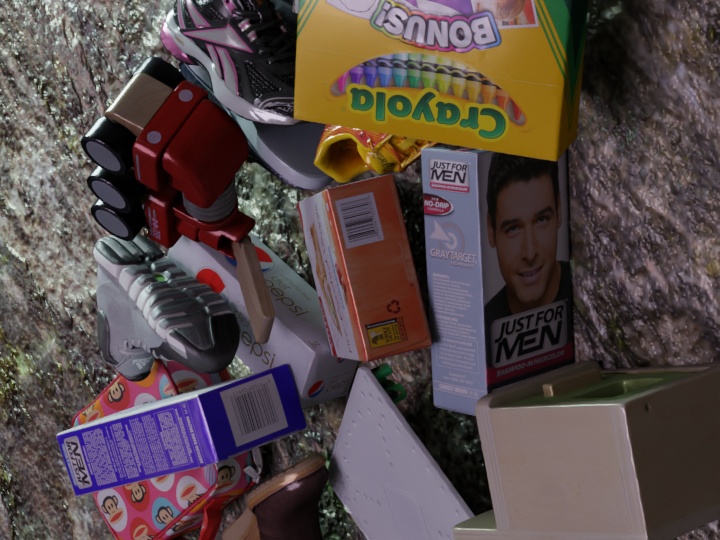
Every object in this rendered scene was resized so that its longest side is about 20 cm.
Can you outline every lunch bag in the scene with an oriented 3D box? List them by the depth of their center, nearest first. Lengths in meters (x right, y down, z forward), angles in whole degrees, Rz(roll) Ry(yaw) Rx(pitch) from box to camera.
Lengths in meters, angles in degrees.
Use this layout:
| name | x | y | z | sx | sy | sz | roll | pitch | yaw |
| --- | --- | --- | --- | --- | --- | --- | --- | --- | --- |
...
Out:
| name | x | y | z | sx | sy | sz | roll | pitch | yaw |
| --- | --- | --- | --- | --- | --- | --- | --- | --- | --- |
| lunch bag | -0.178 | 0.176 | 1.943 | 0.200 | 0.082 | 0.176 | -39 | 72 | 45 |

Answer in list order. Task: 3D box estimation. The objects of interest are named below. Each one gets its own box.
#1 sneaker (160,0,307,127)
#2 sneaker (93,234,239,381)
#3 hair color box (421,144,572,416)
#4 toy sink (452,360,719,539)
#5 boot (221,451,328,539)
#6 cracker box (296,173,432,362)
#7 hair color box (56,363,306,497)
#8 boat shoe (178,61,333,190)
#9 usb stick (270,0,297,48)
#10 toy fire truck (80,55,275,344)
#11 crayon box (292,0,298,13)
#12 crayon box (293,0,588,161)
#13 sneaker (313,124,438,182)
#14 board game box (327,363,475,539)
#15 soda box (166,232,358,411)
| name | x | y | z | sx | sy | sz | roll | pitch | yaw |
| --- | --- | --- | --- | --- | --- | --- | --- | --- | --- |
| sneaker | -0.092 | -0.189 | 1.698 | 0.200 | 0.080 | 0.086 | 36 | 127 | 32 |
| sneaker | -0.173 | 0.061 | 1.823 | 0.200 | 0.075 | 0.116 | 44 | 132 | 43 |
| hair color box | 0.105 | 0.000 | 1.570 | 0.061 | 0.099 | 0.200 | 9 | 108 | 46 |
| toy sink | 0.166 | 0.131 | 1.519 | 0.200 | 0.130 | 0.112 | -7 | 96 | 49 |
| boot | -0.037 | 0.259 | 1.824 | 0.166 | 0.072 | 0.200 | 53 | 144 | 11 |
| cracker box | 0.000 | 0.000 | 1.644 | 0.200 | 0.058 | 0.134 | 169 | 87 | -82 |
| hair color box | -0.155 | 0.138 | 1.783 | 0.200 | 0.109 | 0.065 | -16 | 91 | 45 |
| boat shoe | -0.091 | -0.117 | 1.782 | 0.200 | 0.071 | 0.091 | 49 | 141 | 30 |
| usb stick | -0.054 | -0.197 | 1.739 | 0.200 | 0.033 | 0.056 | 32 | 117 | 38 |
| toy fire truck | -0.130 | -0.052 | 1.736 | 0.200 | 0.129 | 0.176 | 29 | 154 | 12 |
| crayon box | 0.051 | -0.221 | 1.538 | 0.200 | 0.051 | 0.127 | 21 | 138 | 14 |
| crayon box | 0.057 | -0.180 | 1.465 | 0.200 | 0.058 | 0.173 | 10 | 113 | 18 |
| sneaker | 0.043 | -0.109 | 1.581 | 0.200 | 0.073 | 0.077 | -21 | 42 | 51 |
| board game box | 0.048 | 0.197 | 1.696 | 0.200 | 0.026 | 0.200 | 54 | 154 | 22 |
| soda box | -0.087 | 0.033 | 1.817 | 0.200 | 0.064 | 0.068 | 41 | 128 | 32 |
